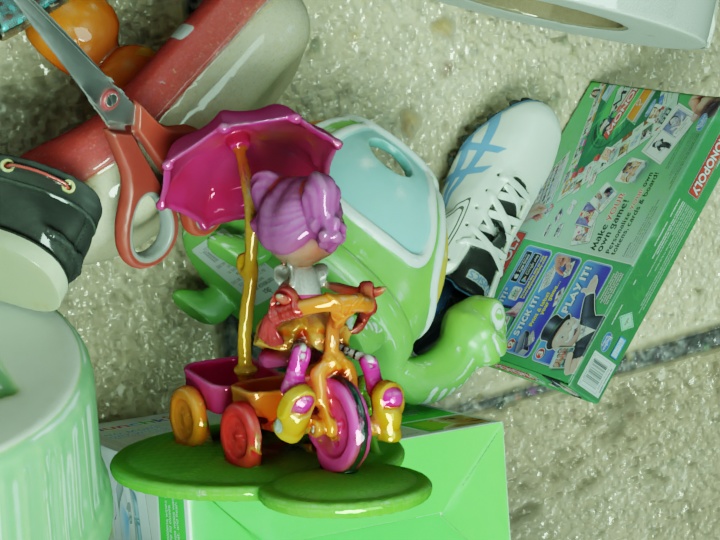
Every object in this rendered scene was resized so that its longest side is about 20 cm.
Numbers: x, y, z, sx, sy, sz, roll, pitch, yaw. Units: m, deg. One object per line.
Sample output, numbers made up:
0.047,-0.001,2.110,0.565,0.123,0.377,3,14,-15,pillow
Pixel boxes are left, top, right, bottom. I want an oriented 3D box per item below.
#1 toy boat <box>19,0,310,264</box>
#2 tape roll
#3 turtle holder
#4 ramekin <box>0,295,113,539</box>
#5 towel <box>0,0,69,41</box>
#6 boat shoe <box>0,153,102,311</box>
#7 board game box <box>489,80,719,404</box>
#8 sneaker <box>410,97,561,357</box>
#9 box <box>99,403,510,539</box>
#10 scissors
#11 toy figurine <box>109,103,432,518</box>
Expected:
-0.129,-0.102,1.091,0.131,0.131,0.200,40,75,1,toy boat
0.108,-0.167,1.158,0.202,0.203,0.037,10,93,-32,tape roll
-0.003,-0.007,1.135,0.132,0.185,0.141,-56,163,-27,turtle holder
-0.223,0.085,0.992,0.200,0.200,0.098,-15,128,-28,ramekin
-0.184,-0.222,1.006,0.147,0.022,0.200,-37,75,-21,towel
-0.229,-0.041,1.015,0.074,0.201,0.063,91,20,-57,boat shoe
0.146,-0.023,1.245,0.029,0.135,0.200,34,81,-31,board game box
0.070,-0.017,1.235,0.072,0.072,0.200,41,78,-40,sneaker
-0.045,0.134,1.132,0.200,0.176,0.097,-7,98,-29,box
-0.116,-0.082,0.983,0.073,0.014,0.200,-40,135,-22,scissors
-0.042,0.012,0.980,0.150,0.200,0.185,-7,100,-31,toy figurine
